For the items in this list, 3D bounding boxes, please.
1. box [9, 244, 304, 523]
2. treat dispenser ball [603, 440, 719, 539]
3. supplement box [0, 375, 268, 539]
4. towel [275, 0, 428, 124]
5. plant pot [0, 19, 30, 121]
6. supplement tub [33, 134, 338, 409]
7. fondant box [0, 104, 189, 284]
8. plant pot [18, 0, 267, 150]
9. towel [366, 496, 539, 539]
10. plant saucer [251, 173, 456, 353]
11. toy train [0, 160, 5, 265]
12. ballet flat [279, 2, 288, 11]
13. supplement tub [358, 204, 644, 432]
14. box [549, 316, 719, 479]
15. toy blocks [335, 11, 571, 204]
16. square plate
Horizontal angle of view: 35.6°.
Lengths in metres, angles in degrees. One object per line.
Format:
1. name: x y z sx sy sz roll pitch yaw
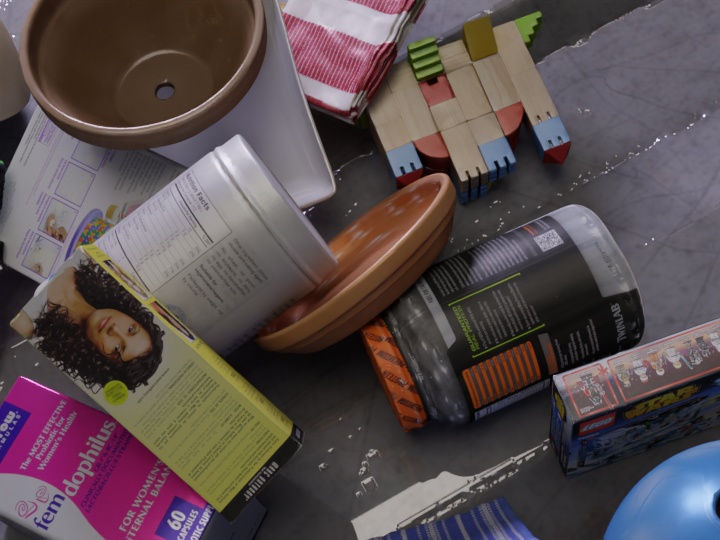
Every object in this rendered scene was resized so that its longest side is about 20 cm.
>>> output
1. box: -0.135 0.075 0.760 0.200 0.050 0.075 41 92 -4
2. treat dispenser ball: 0.250 0.207 0.705 0.200 0.201 0.201 -4 61 7
3. supplement box: -0.189 0.174 0.851 0.199 0.103 0.101 19 68 20
4. towel: -0.008 -0.238 0.990 0.144 0.023 0.200 27 87 38
5. plant pot: -0.414 -0.213 1.024 0.200 0.135 0.200 -1 28 0
6. supplement tub: -0.131 0.007 0.846 0.200 0.132 0.132 -37 62 1
7. fondant box: -0.220 -0.043 0.971 0.200 0.058 0.145 26 91 22
8. plant pot: -0.172 -0.173 0.935 0.200 0.093 0.201 -3 64 5
9. towel: 0.019 0.202 0.783 0.199 0.145 0.024 -16 89 -1
10. plant saucer: 0.000 0.000 0.885 0.200 0.200 0.037 -42 102 -13
11. toy train: -0.337 -0.003 0.960 0.056 0.042 0.201 5 92 13
12. ballet flat: -0.117 -0.227 1.069 0.199 0.069 0.063 2 40 11
13. supplement tub: 0.105 0.040 0.863 0.199 0.123 0.123 -23 61 -4
14. box: 0.236 0.083 0.810 0.199 0.137 0.040 -19 63 -2
15. toy blocks: 0.090 -0.126 0.981 0.199 0.100 0.137 -20 72 -3
16. square plate: -0.132 -0.120 0.995 0.200 0.028 0.199 -21 77 17
